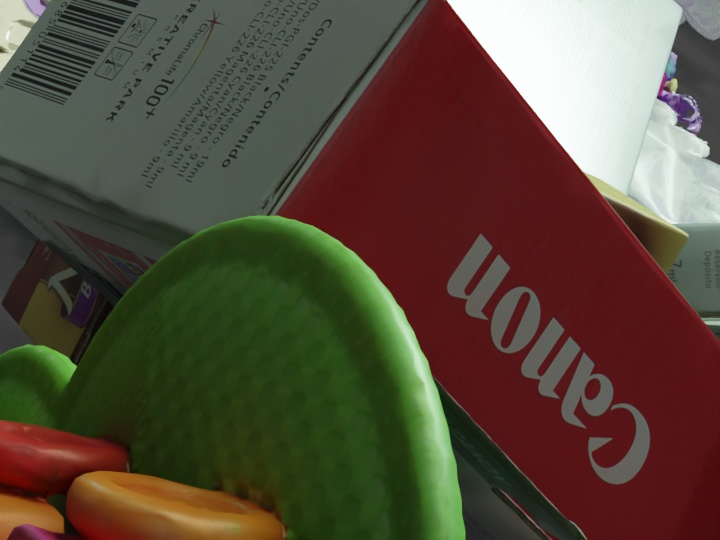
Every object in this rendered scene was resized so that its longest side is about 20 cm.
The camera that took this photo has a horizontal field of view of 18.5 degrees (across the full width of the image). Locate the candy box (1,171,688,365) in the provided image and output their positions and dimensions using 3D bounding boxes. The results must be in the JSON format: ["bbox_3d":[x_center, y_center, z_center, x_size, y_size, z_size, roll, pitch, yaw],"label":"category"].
[{"bbox_3d":[0.000,0.000,0.702,0.199,0.117,0.056,21,11,-37],"label":"candy box"}]

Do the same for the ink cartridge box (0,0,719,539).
[{"bbox_3d":[0.021,0.013,0.566,0.175,0.084,0.200,21,-18,47],"label":"ink cartridge box"}]

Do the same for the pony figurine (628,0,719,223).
[{"bbox_3d":[0.130,-0.117,1.136,0.192,0.167,0.200,29,-9,-2],"label":"pony figurine"}]

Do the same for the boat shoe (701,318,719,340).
[{"bbox_3d":[0.163,0.074,0.786,0.201,0.075,0.065,21,-19,-31],"label":"boat shoe"}]

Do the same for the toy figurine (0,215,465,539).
[{"bbox_3d":[-0.113,0.045,0.341,0.183,0.151,0.200,13,1,-31],"label":"toy figurine"}]

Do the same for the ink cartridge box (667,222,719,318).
[{"bbox_3d":[0.198,0.007,0.999,0.172,0.044,0.200,-2,-5,6],"label":"ink cartridge box"}]

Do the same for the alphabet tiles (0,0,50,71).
[{"bbox_3d":[-0.139,-0.114,0.739,0.198,0.015,0.197,14,54,-10],"label":"alphabet tiles"}]

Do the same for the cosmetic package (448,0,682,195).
[{"bbox_3d":[0.053,-0.092,0.942,0.151,0.052,0.201,41,42,-16],"label":"cosmetic package"}]
